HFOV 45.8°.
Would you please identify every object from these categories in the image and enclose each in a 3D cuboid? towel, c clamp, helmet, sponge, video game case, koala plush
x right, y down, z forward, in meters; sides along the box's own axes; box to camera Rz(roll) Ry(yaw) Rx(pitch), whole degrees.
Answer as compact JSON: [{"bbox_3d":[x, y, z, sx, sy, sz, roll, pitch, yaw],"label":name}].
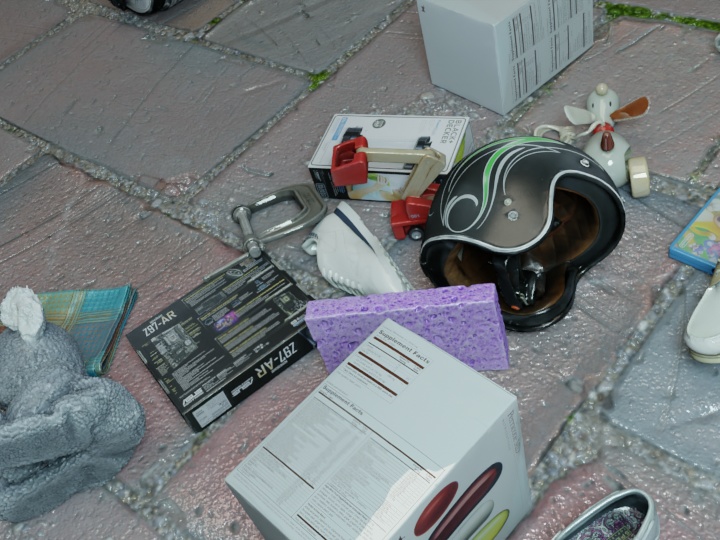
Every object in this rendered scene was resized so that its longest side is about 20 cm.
[{"bbox_3d":[-0.398,0.081,1.098,0.199,0.022,0.147,-4,46,14],"label":"towel"},{"bbox_3d":[-0.127,-0.065,1.107,0.170,0.027,0.200,-23,24,1],"label":"c clamp"},{"bbox_3d":[0.176,-0.052,0.928,0.200,0.200,0.191,20,60,32],"label":"helmet"},{"bbox_3d":[0.052,0.068,0.904,0.199,0.112,0.030,-5,45,14],"label":"sponge"},{"bbox_3d":[0.463,-0.027,0.928,0.200,0.018,0.143,29,61,36],"label":"video game case"},{"bbox_3d":[-0.343,0.131,0.930,0.183,0.178,0.200,-20,50,-15],"label":"koala plush"}]

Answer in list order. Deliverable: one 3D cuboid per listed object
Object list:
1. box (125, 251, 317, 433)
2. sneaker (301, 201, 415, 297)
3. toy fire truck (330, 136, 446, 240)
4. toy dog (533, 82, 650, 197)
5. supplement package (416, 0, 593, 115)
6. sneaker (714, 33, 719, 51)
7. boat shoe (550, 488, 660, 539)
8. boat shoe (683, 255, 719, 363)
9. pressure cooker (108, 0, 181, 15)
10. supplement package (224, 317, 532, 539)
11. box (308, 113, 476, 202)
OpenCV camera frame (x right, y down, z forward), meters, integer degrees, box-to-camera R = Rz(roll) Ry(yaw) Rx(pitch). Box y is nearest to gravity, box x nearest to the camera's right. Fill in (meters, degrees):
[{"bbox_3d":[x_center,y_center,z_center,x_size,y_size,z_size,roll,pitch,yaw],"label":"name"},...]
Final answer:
[{"bbox_3d":[-0.156,0.075,1.010,0.200,0.044,0.160,-36,48,-16],"label":"box"},{"bbox_3d":[0.000,0.000,1.024,0.080,0.076,0.200,-37,42,-2],"label":"sneaker"},{"bbox_3d":[0.075,-0.104,1.037,0.199,0.141,0.049,-7,46,11],"label":"toy fire truck"},{"bbox_3d":[0.301,-0.174,1.063,0.132,0.096,0.200,-18,45,0],"label":"toy dog"},{"bbox_3d":[0.211,-0.358,1.226,0.200,0.151,0.152,-39,49,-20],"label":"supplement package"},{"bbox_3d":[0.529,-0.338,1.162,0.099,0.078,0.200,-11,45,12],"label":"sneaker"},{"bbox_3d":[0.172,0.253,0.719,0.201,0.072,0.070,-35,47,-16],"label":"boat shoe"},{"bbox_3d":[0.381,0.008,0.849,0.200,0.069,0.075,-42,31,-27],"label":"boat shoe"},{"bbox_3d":[-0.407,-0.586,1.621,0.178,0.176,0.200,22,54,37],"label":"pressure cooker"},{"bbox_3d":[0.027,0.193,0.738,0.147,0.191,0.200,30,63,36],"label":"supplement package"},{"bbox_3d":[0.044,-0.152,1.149,0.199,0.060,0.117,7,51,23],"label":"box"}]
